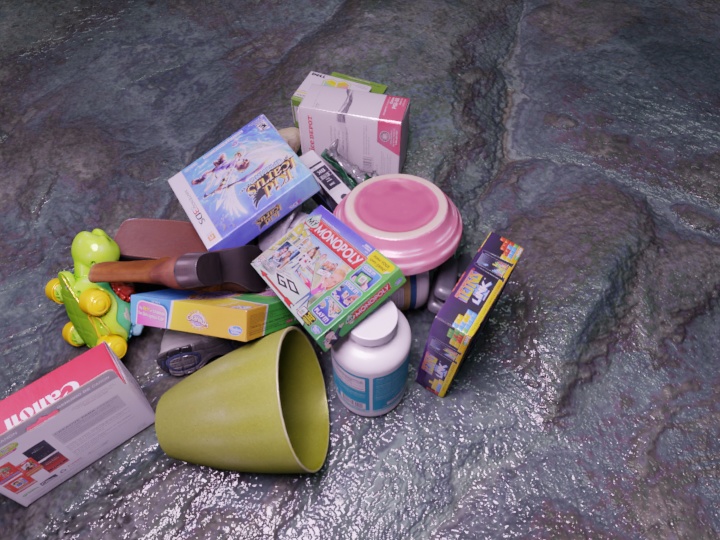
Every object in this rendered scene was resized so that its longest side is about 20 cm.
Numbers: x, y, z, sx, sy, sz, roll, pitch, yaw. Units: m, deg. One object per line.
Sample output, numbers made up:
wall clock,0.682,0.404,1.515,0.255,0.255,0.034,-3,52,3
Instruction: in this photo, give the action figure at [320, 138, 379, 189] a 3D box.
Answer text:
action figure,0.015,-0.149,1.007,0.055,0.200,0.118,-42,17,15

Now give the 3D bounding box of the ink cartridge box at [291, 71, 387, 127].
ink cartridge box,-0.041,-0.385,1.211,0.146,0.076,0.201,18,58,14

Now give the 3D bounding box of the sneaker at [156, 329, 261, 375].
sneaker,-0.220,0.094,0.876,0.197,0.075,0.088,-12,43,-11

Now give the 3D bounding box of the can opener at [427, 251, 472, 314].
can opener,0.152,0.010,0.896,0.066,0.054,0.200,22,29,2

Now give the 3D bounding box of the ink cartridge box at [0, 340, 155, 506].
ink cartridge box,-0.400,0.194,0.739,0.199,0.177,0.084,-32,60,-21

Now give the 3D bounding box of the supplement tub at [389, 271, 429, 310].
supplement tub,0.000,0.000,0.890,0.197,0.145,0.146,-8,54,-5

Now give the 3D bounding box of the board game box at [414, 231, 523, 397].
board game box,0.151,0.069,0.804,0.056,0.201,0.166,30,59,16

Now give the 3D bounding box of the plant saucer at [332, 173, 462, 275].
plant saucer,0.053,-0.079,0.828,0.198,0.051,0.202,-2,45,2

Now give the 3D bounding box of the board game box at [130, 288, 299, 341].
board game box,-0.198,0.054,0.795,0.198,0.041,0.153,5,8,24

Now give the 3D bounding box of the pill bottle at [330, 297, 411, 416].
pill bottle,0.014,0.115,0.773,0.109,0.201,0.112,0,54,0

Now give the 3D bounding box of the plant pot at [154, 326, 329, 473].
plant pot,-0.165,0.188,0.754,0.197,0.188,0.189,-13,53,12

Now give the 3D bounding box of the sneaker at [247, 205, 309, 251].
sneaker,-0.119,-0.108,0.989,0.114,0.075,0.202,-7,51,35

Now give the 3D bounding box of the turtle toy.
turtle toy,-0.399,0.039,0.855,0.144,0.202,0.101,10,29,36

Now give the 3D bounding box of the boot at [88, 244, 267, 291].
boot,-0.253,0.007,0.813,0.198,0.069,0.188,-3,6,27

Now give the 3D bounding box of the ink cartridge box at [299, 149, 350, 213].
ink cartridge box,-0.040,-0.121,1.006,0.039,0.100,0.200,-33,59,-14

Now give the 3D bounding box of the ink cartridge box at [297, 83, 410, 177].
ink cartridge box,-0.011,-0.266,1.081,0.197,0.147,0.083,12,54,10

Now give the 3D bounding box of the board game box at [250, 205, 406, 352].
board game box,-0.049,0.001,0.737,0.134,0.029,0.200,-41,44,-9

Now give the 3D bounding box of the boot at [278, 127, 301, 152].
boot,-0.202,-0.198,1.076,0.073,0.199,0.156,47,22,-12

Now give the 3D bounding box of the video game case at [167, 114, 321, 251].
video game case,-0.192,-0.139,0.904,0.199,0.046,0.182,-37,58,-4

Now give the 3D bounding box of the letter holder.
letter holder,-0.298,-0.040,0.954,0.197,0.101,0.143,7,53,6
